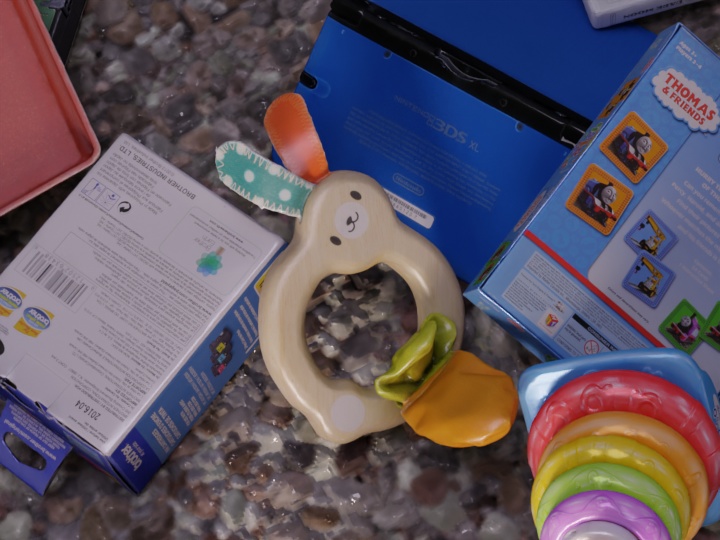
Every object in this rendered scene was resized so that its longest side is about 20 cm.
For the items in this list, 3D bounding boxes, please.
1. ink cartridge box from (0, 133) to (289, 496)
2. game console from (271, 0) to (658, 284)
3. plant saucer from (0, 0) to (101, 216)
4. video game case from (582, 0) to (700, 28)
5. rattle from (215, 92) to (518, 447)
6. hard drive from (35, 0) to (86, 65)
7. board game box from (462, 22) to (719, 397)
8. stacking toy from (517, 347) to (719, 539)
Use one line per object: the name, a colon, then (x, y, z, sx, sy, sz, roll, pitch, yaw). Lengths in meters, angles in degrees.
ink cartridge box: (-0.149, 0.037, 1.426, 0.136, 0.076, 0.200, 33, 74, 23)
game console: (0.075, -0.097, 1.474, 0.200, 0.118, 0.171, 31, 106, 23)
plant saucer: (-0.276, -0.099, 1.499, 0.200, 0.037, 0.200, -29, 68, 7)
video game case: (0.203, -0.259, 1.508, 0.181, 0.023, 0.200, -16, 63, -3)
rattle: (0.000, 0.000, 1.338, 0.130, 0.143, 0.200, -15, 100, -3)
hard drive: (-0.278, -0.190, 1.579, 0.200, 0.038, 0.140, 8, 68, 16)
board game box: (0.177, -0.017, 1.367, 0.151, 0.037, 0.200, 40, 77, -8)
stacking toy: (0.129, 0.134, 1.250, 0.110, 0.116, 0.200, -8, 24, 19)
